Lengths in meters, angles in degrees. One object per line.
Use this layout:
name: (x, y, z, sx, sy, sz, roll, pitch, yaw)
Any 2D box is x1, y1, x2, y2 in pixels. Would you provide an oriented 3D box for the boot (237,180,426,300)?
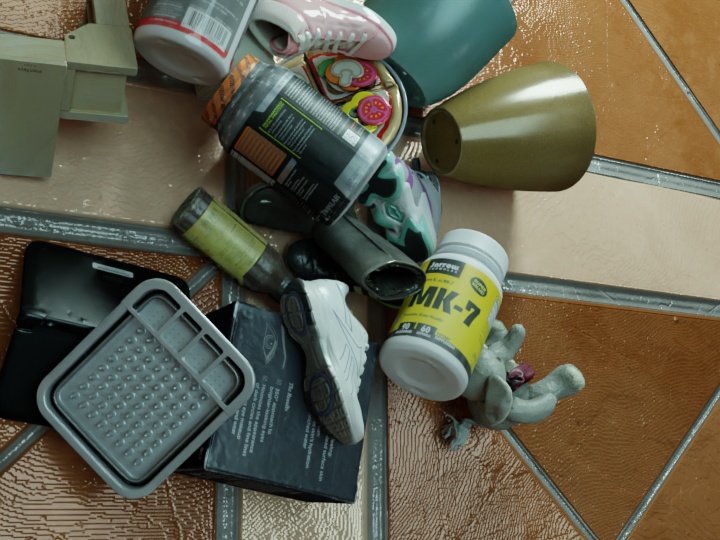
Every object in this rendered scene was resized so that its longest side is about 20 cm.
boot: (-0.037, -0.035, 1.338, 0.181, 0.073, 0.200, -2, 38, -30)

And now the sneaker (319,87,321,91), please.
sneaker: (-0.064, -0.206, 1.424, 0.105, 0.076, 0.201, 3, 79, -30)

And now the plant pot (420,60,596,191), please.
plant pot: (0.191, -0.188, 1.505, 0.200, 0.186, 0.187, -12, 86, -32)

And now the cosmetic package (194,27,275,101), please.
cosmetic package: (-0.177, -0.325, 1.366, 0.073, 0.103, 0.201, -11, 86, -31)

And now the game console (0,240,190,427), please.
game console: (-0.307, 0.083, 1.252, 0.200, 0.116, 0.176, 16, 42, -28)

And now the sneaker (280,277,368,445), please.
sneaker: (-0.023, 0.100, 1.250, 0.087, 0.074, 0.201, -11, 85, -37)

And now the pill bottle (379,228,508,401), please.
pill bottle: (0.110, 0.052, 1.358, 0.114, 0.114, 0.200, 39, 54, -18)

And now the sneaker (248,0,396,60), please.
sneaker: (-0.052, -0.289, 1.336, 0.200, 0.075, 0.105, 26, 60, -22)

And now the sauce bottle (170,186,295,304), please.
sauce bottle: (-0.142, -0.017, 1.343, 0.200, 0.065, 0.065, 42, 62, -16)

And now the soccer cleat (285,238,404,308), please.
soccer cleat: (0.000, 0.000, 1.414, 0.200, 0.081, 0.068, 19, 70, -26)

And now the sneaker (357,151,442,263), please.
sneaker: (0.054, -0.123, 1.466, 0.200, 0.078, 0.140, 64, 33, -30)

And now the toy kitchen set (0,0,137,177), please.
toy kitchen set: (-0.375, -0.227, 1.244, 0.199, 0.163, 0.181, 2, 46, -22)

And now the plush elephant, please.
plush elephant: (0.176, 0.136, 1.435, 0.200, 0.155, 0.165, -42, 61, -16)

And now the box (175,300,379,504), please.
box: (-0.100, 0.163, 1.298, 0.200, 0.117, 0.197, 19, 70, -25)

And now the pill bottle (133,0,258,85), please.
pill bottle: (-0.173, -0.325, 1.248, 0.114, 0.114, 0.200, 27, 73, -23)

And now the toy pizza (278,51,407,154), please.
toy pizza: (-0.040, -0.207, 1.378, 0.200, 0.032, 0.201, -2, 67, 5)

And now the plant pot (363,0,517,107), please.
plant pot: (0.085, -0.320, 1.472, 0.200, 0.201, 0.161, 41, 78, -17)

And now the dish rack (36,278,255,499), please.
dish rack: (-0.231, 0.127, 1.184, 0.200, 0.044, 0.172, -44, 89, -1)

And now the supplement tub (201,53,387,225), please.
supplement tub: (-0.079, -0.155, 1.274, 0.200, 0.123, 0.123, 38, 63, -5)
